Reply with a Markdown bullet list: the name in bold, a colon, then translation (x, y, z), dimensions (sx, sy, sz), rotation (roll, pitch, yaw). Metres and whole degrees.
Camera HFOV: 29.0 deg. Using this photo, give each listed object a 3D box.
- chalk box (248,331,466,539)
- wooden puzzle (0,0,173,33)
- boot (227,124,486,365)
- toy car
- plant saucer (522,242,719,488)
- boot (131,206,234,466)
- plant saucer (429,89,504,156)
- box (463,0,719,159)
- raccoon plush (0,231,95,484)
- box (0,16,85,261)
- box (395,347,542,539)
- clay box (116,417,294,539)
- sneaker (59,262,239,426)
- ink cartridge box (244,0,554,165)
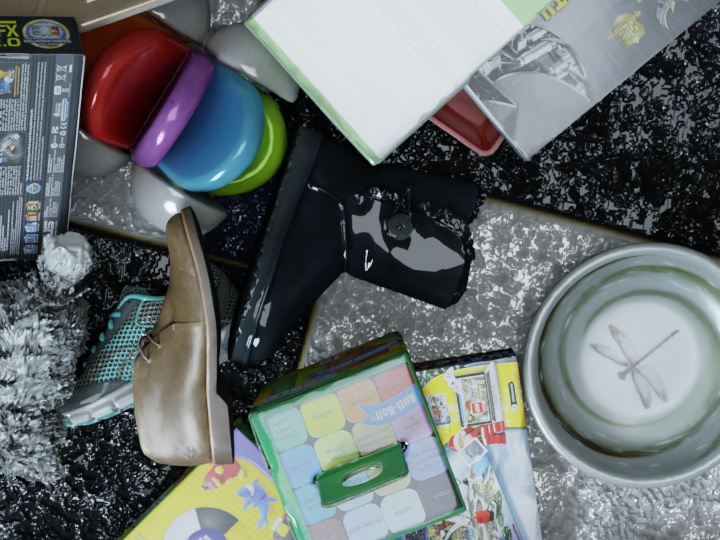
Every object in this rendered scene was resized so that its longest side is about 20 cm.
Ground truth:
- **chalk box**: translation (-0.003, 0.130, 1.020), dimensions (0.124, 0.200, 0.124), rotation (-21, 92, 0)
- **wooden puzzle**: translation (-0.221, -0.242, 1.014), dimensions (0.200, 0.046, 0.185), rotation (-18, 67, -6)
- **boot**: translation (0.000, 0.000, 1.085), dimensions (0.168, 0.076, 0.200), rotation (20, 76, -9)
- **toy car**: translation (-0.149, -0.129, 1.054), dimensions (0.200, 0.150, 0.175), rotation (33, 95, -4)
- **plant saucer**: translation (0.229, 0.074, 1.133), dimensions (0.200, 0.050, 0.200), rotation (0, 97, -1)
- **boot**: translation (-0.140, 0.053, 1.048), dimensions (0.075, 0.074, 0.200), rotation (-4, 100, -1)
- **plant saucer**: translation (0.076, -0.226, 1.104), dimensions (0.200, 0.037, 0.200), rotation (34, 96, -4)
- **box**: translation (0.152, -0.207, 1.065), dimensions (0.200, 0.048, 0.158), rotation (-39, 95, 4)
- **raccoon plush**: translation (-0.245, 0.072, 1.004), dimensions (0.097, 0.200, 0.134), rotation (3, 64, -11)
- **box**: translation (-0.284, -0.088, 0.982), dimensions (0.160, 0.044, 0.200), rotation (-3, 137, -19)
- **box**: translation (0.074, 0.173, 1.147), dimensions (0.136, 0.038, 0.200), rotation (-8, 97, 1)
- **clay box**: translation (-0.130, 0.233, 1.146), dimensions (0.115, 0.048, 0.200), rotation (44, 93, -5)
- **sneaker**: translation (-0.181, 0.058, 1.121), dimensions (0.200, 0.078, 0.091), rotation (-26, 88, -6)
- **ink cartridge box**: translation (0.035, -0.196, 1.018), dimensions (0.200, 0.048, 0.146), rotation (-41, 96, 11)
